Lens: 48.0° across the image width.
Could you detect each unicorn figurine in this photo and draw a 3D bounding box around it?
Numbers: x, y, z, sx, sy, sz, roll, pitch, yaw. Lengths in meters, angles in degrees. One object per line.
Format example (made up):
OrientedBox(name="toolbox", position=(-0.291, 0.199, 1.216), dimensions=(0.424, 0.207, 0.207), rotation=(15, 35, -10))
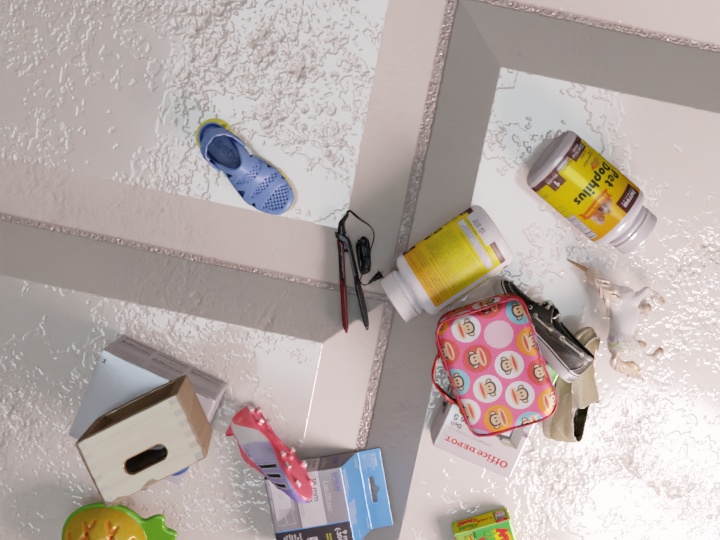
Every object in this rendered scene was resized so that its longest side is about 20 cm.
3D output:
OrientedBox(name="unicorn figurine", position=(0.424, 0.070, 1.303), dimensions=(0.136, 0.074, 0.203), rotation=(9, 64, -26))

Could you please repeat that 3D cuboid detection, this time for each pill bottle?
OrientedBox(name="pill bottle", position=(0.367, -0.118, 1.275), dimensions=(0.199, 0.109, 0.110), rotation=(39, 96, -4))
OrientedBox(name="pill bottle", position=(0.134, -0.006, 1.287), dimensions=(0.199, 0.109, 0.110), rotation=(-34, 95, 5))

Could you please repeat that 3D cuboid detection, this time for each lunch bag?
OrientedBox(name="lunch bag", position=(0.195, 0.150, 1.241), dimensions=(0.174, 0.082, 0.203), rotation=(-18, 93, 7))

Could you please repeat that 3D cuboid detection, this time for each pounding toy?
OrientedBox(name="pounding toy", position=(-0.324, 0.272, 1.204), dimensions=(0.198, 0.184, 0.144), rotation=(-26, 95, -5))

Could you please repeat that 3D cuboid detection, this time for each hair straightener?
OrientedBox(name="hair straightener", position=(0.000, 0.000, 1.339), dimensions=(0.076, 0.041, 0.204), rotation=(-5, 92, -2))

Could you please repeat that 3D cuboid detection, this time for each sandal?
OrientedBox(name="sandal", position=(-0.190, -0.162, 1.294), dimensions=(0.199, 0.087, 0.080), rotation=(39, 95, -5))

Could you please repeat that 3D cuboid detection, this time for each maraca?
OrientedBox(name="maraca", position=(-0.407, 0.459, 1.365), dimensions=(0.197, 0.107, 0.139), rotation=(5, 104, 1))

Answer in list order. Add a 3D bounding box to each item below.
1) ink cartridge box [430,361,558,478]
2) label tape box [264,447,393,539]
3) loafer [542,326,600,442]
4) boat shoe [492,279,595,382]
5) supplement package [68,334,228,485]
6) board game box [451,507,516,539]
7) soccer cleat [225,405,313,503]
OrientedBox(name="ink cartridge box", position=(0.218, 0.216, 1.332), dimensions=(0.144, 0.084, 0.202), rotation=(22, 97, -1))
OrientedBox(name="label tape box", position=(-0.052, 0.394, 1.371), dimensions=(0.197, 0.063, 0.147), rotation=(-10, 97, 3))
OrientedBox(name="loafer", position=(0.360, 0.192, 1.323), dimensions=(0.068, 0.075, 0.203), rotation=(24, 108, 40))
OrientedBox(name="boat shoe", position=(0.294, 0.082, 1.294), dimensions=(0.064, 0.070, 0.201), rotation=(-49, 68, 25))
OrientedBox(name="supplement package", position=(-0.347, 0.227, 1.334), dimensions=(0.198, 0.111, 0.158), rotation=(25, 97, -1))
OrientedBox(name="board game box", position=(0.232, 0.522, 1.389), dimensions=(0.100, 0.048, 0.203), rotation=(-16, 97, 3))
OrientedBox(name="soccer cleat", position=(-0.150, 0.312, 1.332), dimensions=(0.077, 0.066, 0.200), rotation=(-48, 62, 12))
